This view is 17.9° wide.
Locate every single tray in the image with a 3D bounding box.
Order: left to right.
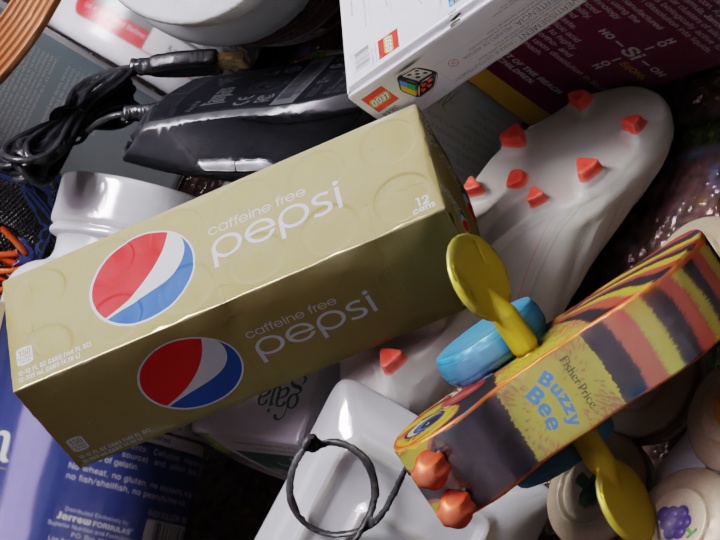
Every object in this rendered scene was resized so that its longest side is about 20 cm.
[{"bbox_3d":[-0.009,0.157,0.970,0.107,0.022,0.200,29,99,8],"label":"tray"}]

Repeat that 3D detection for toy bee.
[{"bbox_3d":[0.061,0.064,0.880,0.200,0.131,0.109,-54,1,15],"label":"toy bee"}]

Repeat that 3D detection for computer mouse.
[{"bbox_3d":[-0.058,-0.071,1.074,0.199,0.046,0.140,-8,20,17],"label":"computer mouse"}]

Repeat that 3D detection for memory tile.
[{"bbox_3d":[0.137,0.078,0.895,0.153,0.017,0.200,20,82,51],"label":"memory tile"}]

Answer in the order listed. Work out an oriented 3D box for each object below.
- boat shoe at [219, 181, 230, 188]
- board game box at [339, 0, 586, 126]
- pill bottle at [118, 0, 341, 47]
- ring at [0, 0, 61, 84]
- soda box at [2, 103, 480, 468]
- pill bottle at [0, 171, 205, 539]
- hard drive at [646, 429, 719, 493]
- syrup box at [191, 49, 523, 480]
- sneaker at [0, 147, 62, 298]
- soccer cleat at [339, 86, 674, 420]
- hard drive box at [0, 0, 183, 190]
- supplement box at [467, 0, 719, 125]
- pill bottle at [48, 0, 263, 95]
[{"bbox_3d":[-0.071,-0.006,1.168,0.200,0.065,0.074,-52,41,11],"label":"boat shoe"},{"bbox_3d":[0.044,-0.170,0.998,0.126,0.035,0.200,-32,42,29],"label":"board game box"},{"bbox_3d":[-0.059,-0.161,1.084,0.109,0.200,0.110,1,96,10],"label":"pill bottle"},{"bbox_3d":[-0.194,-0.155,1.108,0.200,0.019,0.201,-26,50,36],"label":"ring"},{"bbox_3d":[-0.049,0.008,0.974,0.200,0.064,0.068,-23,46,10],"label":"soda box"},{"bbox_3d":[-0.125,0.059,1.087,0.111,0.111,0.201,4,78,48],"label":"pill bottle"},{"bbox_3d":[0.202,0.055,0.872,0.200,0.027,0.132,-52,40,11],"label":"hard drive"},{"bbox_3d":[0.000,0.000,1.077,0.079,0.081,0.200,0,67,48],"label":"syrup box"},{"bbox_3d":[-0.196,0.018,1.222,0.079,0.075,0.200,-71,-5,-50],"label":"sneaker"},{"bbox_3d":[0.069,-0.001,1.020,0.200,0.078,0.069,-46,43,-13],"label":"soccer cleat"},{"bbox_3d":[-0.212,-0.102,1.270,0.156,0.200,0.077,19,81,49],"label":"hard drive box"},{"bbox_3d":[0.127,-0.164,1.020,0.200,0.103,0.131,-15,55,42],"label":"supplement box"},{"bbox_3d":[-0.076,-0.194,1.247,0.114,0.114,0.200,31,91,51],"label":"pill bottle"}]
